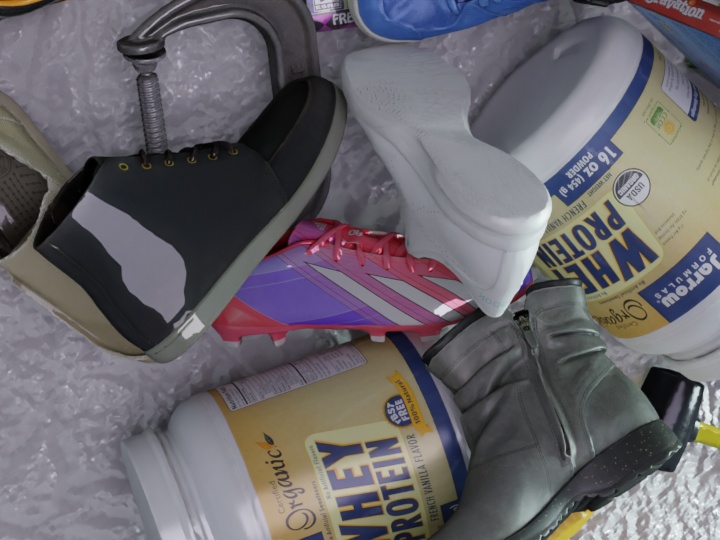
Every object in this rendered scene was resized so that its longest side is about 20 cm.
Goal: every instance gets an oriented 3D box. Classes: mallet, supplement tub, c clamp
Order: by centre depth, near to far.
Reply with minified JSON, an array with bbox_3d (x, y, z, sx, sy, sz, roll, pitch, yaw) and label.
[{"bbox_3d":[-0.097,-0.074,1.189,0.171,0.027,0.200,-8,114,-17],"label":"c clamp"},{"bbox_3d":[-0.031,0.126,1.196,0.200,0.144,0.145,-19,103,-11],"label":"supplement tub"},{"bbox_3d":[0.173,-0.041,1.215,0.200,0.144,0.144,41,87,-17],"label":"supplement tub"},{"bbox_3d":[0.268,0.111,1.333,0.200,0.041,0.066,11,93,-21],"label":"mallet"}]

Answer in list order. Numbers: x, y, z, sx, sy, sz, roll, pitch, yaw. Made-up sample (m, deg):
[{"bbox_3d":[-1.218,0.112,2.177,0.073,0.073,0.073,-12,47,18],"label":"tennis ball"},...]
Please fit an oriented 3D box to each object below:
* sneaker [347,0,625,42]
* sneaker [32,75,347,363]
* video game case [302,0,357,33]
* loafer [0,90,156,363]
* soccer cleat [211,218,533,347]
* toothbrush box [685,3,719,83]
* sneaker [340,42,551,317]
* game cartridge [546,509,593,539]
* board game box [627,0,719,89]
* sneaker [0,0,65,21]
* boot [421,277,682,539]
[{"bbox_3d":[0.095,-0.183,1.160,0.200,0.111,0.077,-19,106,-11],"label":"sneaker"},{"bbox_3d":[-0.091,-0.056,1.127,0.106,0.075,0.200,43,64,-20],"label":"sneaker"},{"bbox_3d":[0.047,-0.247,1.213,0.200,0.036,0.182,-9,102,-13],"label":"video game case"},{"bbox_3d":[-0.180,-0.017,1.154,0.200,0.068,0.076,45,112,-7],"label":"loafer"},{"bbox_3d":[0.000,0.000,1.181,0.200,0.067,0.077,-5,109,13],"label":"soccer cleat"},{"bbox_3d":[0.309,-0.188,1.237,0.086,0.146,0.200,32,90,-17],"label":"toothbrush box"},{"bbox_3d":[0.038,-0.053,1.142,0.075,0.200,0.089,-9,131,-21],"label":"sneaker"},{"bbox_3d":[0.052,0.201,1.219,0.200,0.176,0.032,-37,79,-7],"label":"game cartridge"},{"bbox_3d":[0.245,-0.100,1.161,0.200,0.103,0.019,34,91,-40],"label":"board game box"},{"bbox_3d":[-0.240,-0.166,1.129,0.200,0.077,0.078,-19,105,-10],"label":"sneaker"},{"bbox_3d":[0.071,0.096,1.122,0.200,0.068,0.131,-30,76,-20],"label":"boot"}]
